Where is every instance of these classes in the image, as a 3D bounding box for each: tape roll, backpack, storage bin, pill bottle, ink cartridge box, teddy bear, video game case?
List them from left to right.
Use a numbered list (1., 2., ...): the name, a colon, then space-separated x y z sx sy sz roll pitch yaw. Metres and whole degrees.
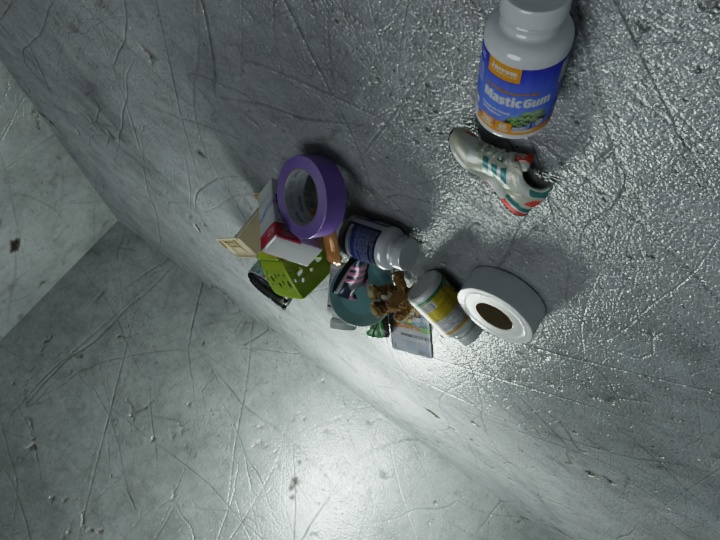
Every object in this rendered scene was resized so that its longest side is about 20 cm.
1. storage bin: -0.335 -0.145 1.871 0.094 0.201 0.198 45 159 -25
2. backpack: -0.343 0.036 2.349 0.199 0.151 0.178 30 157 1
3. ink cartridge box: -0.189 -0.129 1.584 0.146 0.202 0.086 16 140 -33
4. tape roll: -0.122 -0.181 1.458 0.199 0.065 0.203 14 109 46
5. pill bottle: -0.046 0.079 1.832 0.111 0.203 0.112 5 -176 0
6. pill bottle: 0.047 -0.066 1.511 0.199 0.111 0.111 22 155 39
7. teddy bear: 0.108 0.078 1.712 0.199 0.067 0.146 -27 82 27
8. video game case: 0.153 0.171 1.822 0.142 0.018 0.202 11 124 31
9. pill bottle: 0.229 0.104 1.564 0.200 0.113 0.113 44 159 -14
10. tape roll: 0.331 0.083 1.406 0.201 0.071 0.203 32 159 14
11. pill bottle: 0.211 -0.277 0.771 0.111 0.112 0.201 31 160 19

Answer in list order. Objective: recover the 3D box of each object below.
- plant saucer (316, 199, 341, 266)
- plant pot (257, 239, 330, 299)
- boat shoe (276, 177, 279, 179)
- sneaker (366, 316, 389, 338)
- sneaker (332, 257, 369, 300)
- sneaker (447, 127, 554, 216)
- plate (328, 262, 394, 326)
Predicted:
1. plant saucer: -0.085 -0.107 1.577 0.200 0.037 0.203 170 90 -86
2. plant pot: -0.211 -0.047 1.888 0.198 0.200 0.182 6 136 55
3. boat shoe: -0.200 -0.199 1.719 0.060 0.076 0.200 31 171 21
4. sneaker: 0.039 0.113 1.839 0.084 0.203 0.078 -7 178 3
5. sneaker: 0.000 0.000 1.698 0.081 0.070 0.201 27 119 -16
6. sneaker: 0.242 -0.185 1.008 0.200 0.070 0.093 43 142 -7
7. plate: 0.003 0.066 1.767 0.200 0.201 0.026 41 179 -8
